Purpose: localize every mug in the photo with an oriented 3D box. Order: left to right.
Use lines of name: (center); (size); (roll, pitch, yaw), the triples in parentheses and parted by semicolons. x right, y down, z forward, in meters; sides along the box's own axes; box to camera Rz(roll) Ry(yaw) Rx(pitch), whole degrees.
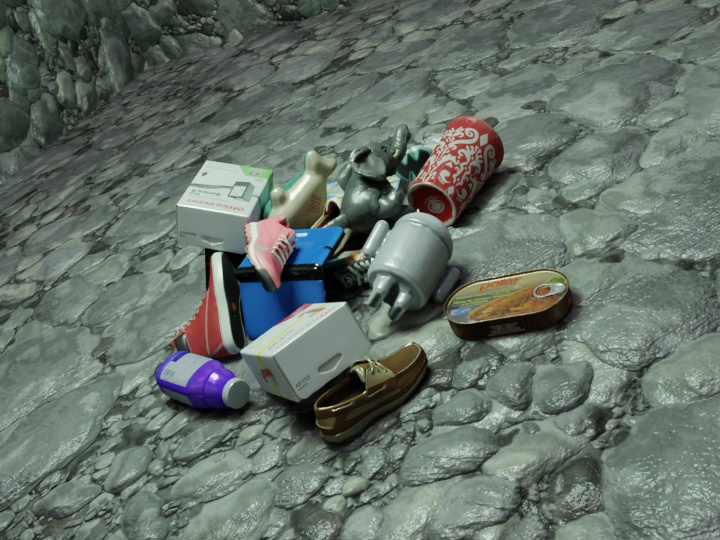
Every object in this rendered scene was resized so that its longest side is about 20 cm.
mug: (0.180, -0.175, 1.602); (0.132, 0.179, 0.201); (28, 54, 11)

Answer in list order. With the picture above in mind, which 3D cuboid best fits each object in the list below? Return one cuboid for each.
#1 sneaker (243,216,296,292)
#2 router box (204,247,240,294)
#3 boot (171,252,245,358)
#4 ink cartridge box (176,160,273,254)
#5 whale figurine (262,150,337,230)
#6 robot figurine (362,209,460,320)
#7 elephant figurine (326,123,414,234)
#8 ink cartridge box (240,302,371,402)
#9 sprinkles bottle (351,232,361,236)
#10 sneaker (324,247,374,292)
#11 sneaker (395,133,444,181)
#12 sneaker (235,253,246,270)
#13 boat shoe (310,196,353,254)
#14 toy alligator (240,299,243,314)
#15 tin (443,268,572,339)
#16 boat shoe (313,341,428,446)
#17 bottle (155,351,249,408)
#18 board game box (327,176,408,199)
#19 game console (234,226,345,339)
sneaker: (-0.150, -0.041, 1.397); (0.086, 0.074, 0.201); (-25, 33, 3)
router box: (-0.273, -0.036, 1.658); (0.050, 0.152, 0.201); (6, 32, 1)
boot: (-0.294, 0.073, 1.506); (0.142, 0.072, 0.204); (-17, 65, 18)
ink cartridge box: (-0.260, -0.127, 1.582); (0.142, 0.085, 0.201); (9, 33, 3)
whale figurine: (-0.120, -0.138, 1.586); (0.103, 0.157, 0.203); (32, 104, 46)
robot figurine: (0.086, -0.015, 1.365); (0.202, 0.168, 0.113); (-59, 4, -29)
elephant figurine: (0.019, -0.176, 1.515); (0.140, 0.154, 0.204); (-20, 71, 31)
ink cartridge box: (-0.089, 0.122, 1.264); (0.144, 0.084, 0.199); (-35, 10, -20)
sprinkles bottle: (-0.052, -0.093, 1.667); (0.197, 0.069, 0.069); (-19, 29, 11)
sneaker: (0.000, 0.000, 1.480); (0.197, 0.072, 0.080); (-16, 29, 32)
sneaker: (0.139, -0.251, 1.770); (0.196, 0.079, 0.140); (-15, 21, -18)
sneaker: (-0.203, -0.029, 1.657); (0.084, 0.075, 0.200); (-44, -2, 19)
boat shoe: (-0.039, -0.108, 1.556); (0.073, 0.070, 0.201); (-9, 35, 37)
toy alligator: (-0.222, 0.053, 1.583); (0.197, 0.060, 0.054); (-27, -14, -11)
tin: (0.226, 0.051, 1.248); (0.197, 0.042, 0.113); (-11, 36, 24)
boat shoe: (0.015, 0.168, 1.181); (0.199, 0.075, 0.075); (-38, 32, -22)
bottle: (-0.264, 0.189, 1.371); (0.198, 0.066, 0.084); (7, 42, 44)
board game box: (0.004, -0.166, 1.779); (0.196, 0.035, 0.135); (-12, 31, 22)
game console: (-0.119, 0.023, 1.464); (0.197, 0.119, 0.172); (-2, 41, 34)
